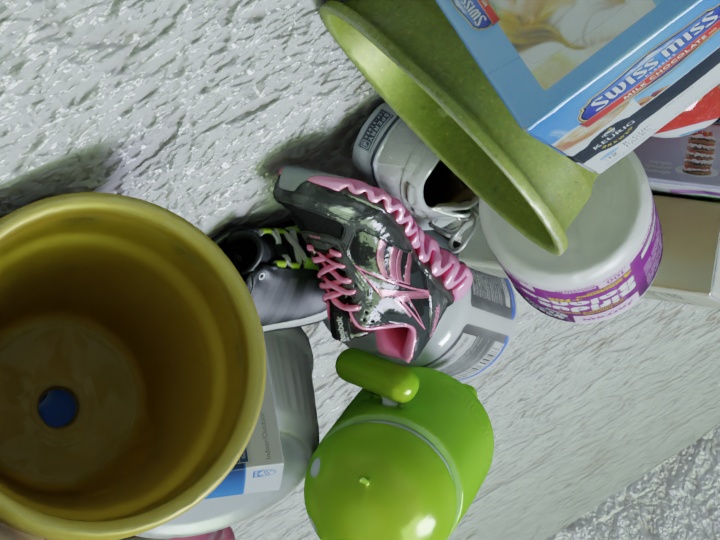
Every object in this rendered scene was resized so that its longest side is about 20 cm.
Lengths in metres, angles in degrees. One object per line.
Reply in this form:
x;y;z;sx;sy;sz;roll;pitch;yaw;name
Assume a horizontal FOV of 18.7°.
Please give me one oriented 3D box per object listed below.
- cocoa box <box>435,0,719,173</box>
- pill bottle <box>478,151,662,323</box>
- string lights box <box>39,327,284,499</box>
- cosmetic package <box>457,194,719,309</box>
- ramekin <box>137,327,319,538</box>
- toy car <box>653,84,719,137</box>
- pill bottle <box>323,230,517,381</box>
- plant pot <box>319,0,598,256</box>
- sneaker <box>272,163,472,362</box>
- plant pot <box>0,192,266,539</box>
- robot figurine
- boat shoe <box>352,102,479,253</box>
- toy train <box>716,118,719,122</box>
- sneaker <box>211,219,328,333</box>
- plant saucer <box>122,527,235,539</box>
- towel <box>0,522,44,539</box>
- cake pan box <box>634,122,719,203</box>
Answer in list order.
0.099;-0.173;1.104;0.133;0.200;0.131;-37;162;13;cocoa box
0.147;-0.025;1.476;0.112;0.112;0.200;-34;164;3;pill bottle
-0.158;0.105;1.463;0.200;0.103;0.059;-7;158;-9;string lights box
0.185;-0.021;1.632;0.200;0.071;0.105;8;176;23;cosmetic package
-0.122;0.117;1.595;0.202;0.094;0.202;-14;149;-9;ramekin
0.251;-0.138;1.414;0.184;0.200;0.177;-15;132;-37;toy car
0.043;0.025;1.696;0.114;0.114;0.200;-37;162;12;pill bottle
0.111;-0.143;1.269;0.184;0.200;0.200;-44;163;-2;plant pot
0.000;0.000;1.494;0.200;0.079;0.096;39;76;-45;sneaker
-0.173;0.070;1.327;0.201;0.201;0.189;-27;176;-19;plant pot
0.029;0.144;1.594;0.115;0.176;0.200;5;-159;17;robot figurine
0.063;-0.059;1.525;0.075;0.086;0.202;-57;160;-4;boat shoe
0.284;-0.129;1.760;0.114;0.087;0.200;-28;163;-35;toy train
-0.064;0.002;1.514;0.200;0.072;0.083;-25;160;-26;sneaker
-0.196;0.200;1.690;0.200;0.200;0.051;-17;118;-42;plant saucer
-0.244;0.141;1.267;0.032;0.200;0.191;-53;134;-2;towel
0.199;-0.082;1.613;0.200;0.052;0.184;9;175;20;cake pan box
